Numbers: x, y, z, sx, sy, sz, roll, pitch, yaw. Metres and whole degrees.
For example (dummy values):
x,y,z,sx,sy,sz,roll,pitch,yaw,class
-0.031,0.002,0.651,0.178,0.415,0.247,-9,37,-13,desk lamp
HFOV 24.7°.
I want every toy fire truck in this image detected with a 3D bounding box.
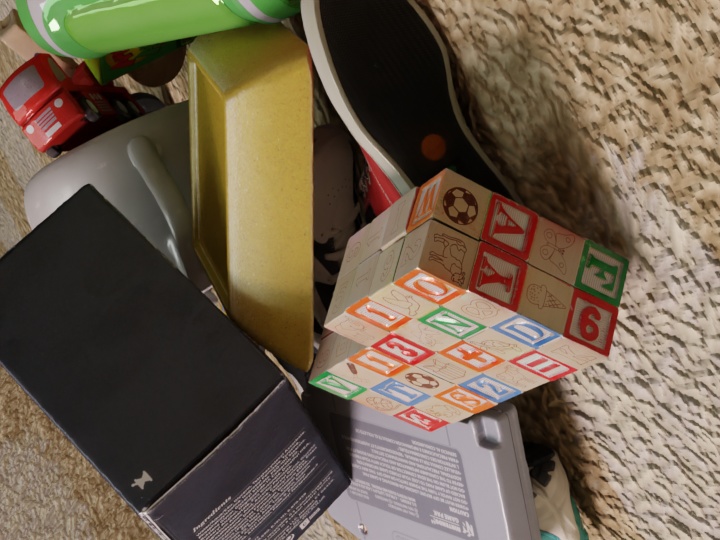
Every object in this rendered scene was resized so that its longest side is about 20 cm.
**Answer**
x,y,z,sx,sy,sz,roll,pitch,yaw,class
-0.235,-0.156,1.263,0.141,0.049,0.200,50,-167,4,toy fire truck

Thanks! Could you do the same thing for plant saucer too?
x,y,z,sx,sy,sz,roll,pitch,yaw,class
-0.074,-0.060,1.038,0.200,0.048,0.200,-127,35,-67,plant saucer

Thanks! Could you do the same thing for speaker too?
x,y,z,sx,sy,sz,roll,pitch,yaw,class
-0.120,-0.183,1.020,0.200,0.088,0.089,-4,118,35,speaker

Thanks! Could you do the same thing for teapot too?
x,y,z,sx,sy,sz,roll,pitch,yaw,class
-0.150,-0.035,1.253,0.197,0.200,0.146,-26,88,34,teapot

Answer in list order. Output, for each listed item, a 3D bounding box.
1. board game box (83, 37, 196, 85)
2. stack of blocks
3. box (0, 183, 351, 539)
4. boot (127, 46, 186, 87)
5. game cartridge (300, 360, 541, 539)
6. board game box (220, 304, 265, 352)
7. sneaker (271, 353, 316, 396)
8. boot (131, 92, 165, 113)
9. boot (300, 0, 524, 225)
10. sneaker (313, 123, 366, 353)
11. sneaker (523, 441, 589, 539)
x,y,z,sx,sy,sz,roll,pitch,yaw,class
-0.158,-0.224,1.168,0.048,0.101,0.200,55,162,21,board game box
0.042,0.024,0.909,0.115,0.059,0.200,24,154,-17,stack of blocks
-0.129,0.083,1.060,0.200,0.124,0.197,42,170,25,box
-0.203,-0.255,1.319,0.144,0.071,0.202,41,151,60,boot
0.040,0.135,1.074,0.200,0.040,0.134,12,116,51,game cartridge
-0.110,0.123,1.375,0.200,0.034,0.135,-100,24,-62,board game box
-0.051,0.049,1.288,0.112,0.073,0.200,47,176,-40,sneaker
-0.229,-0.120,1.560,0.168,0.076,0.200,42,161,37,boot
0.011,-0.085,0.975,0.200,0.072,0.144,60,164,-11,boot
0.000,0.000,1.135,0.129,0.079,0.199,34,135,24,sneaker
0.088,0.160,1.136,0.080,0.077,0.200,57,164,-18,sneaker
